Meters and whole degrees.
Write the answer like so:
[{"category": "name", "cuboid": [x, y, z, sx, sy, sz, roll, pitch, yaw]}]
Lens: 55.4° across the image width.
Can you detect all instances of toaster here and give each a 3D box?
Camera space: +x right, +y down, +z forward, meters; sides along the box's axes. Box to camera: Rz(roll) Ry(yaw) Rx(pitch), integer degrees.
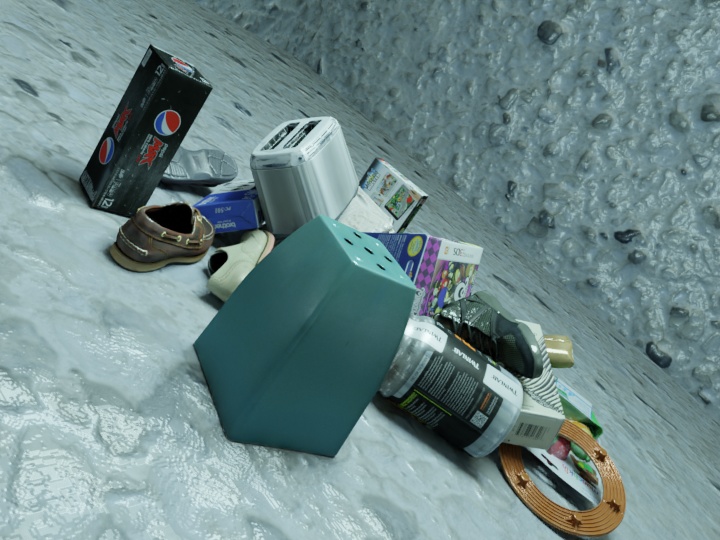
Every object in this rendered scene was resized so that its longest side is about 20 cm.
[{"category": "toaster", "cuboid": [-0.083, -0.133, 0.982, 0.112, 0.131, 0.201, -1, 33, 25]}]

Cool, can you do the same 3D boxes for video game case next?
[{"category": "video game case", "cuboid": [0.124, 0.052, 1.067, 0.035, 0.203, 0.181, 17, 6, 29]}]

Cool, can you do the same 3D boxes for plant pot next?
[{"category": "plant pot", "cuboid": [-0.047, 0.057, 0.699, 0.140, 0.201, 0.142, 22, 21, -40]}]

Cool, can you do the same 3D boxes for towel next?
[{"category": "towel", "cuboid": [-0.057, -0.057, 1.044, 0.133, 0.198, 0.035, 47, -22, 39]}]

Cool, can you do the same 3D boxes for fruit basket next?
[{"category": "fruit basket", "cuboid": [0.313, 0.255, 1.087, 0.185, 0.094, 0.200, 38, 20, 5]}]

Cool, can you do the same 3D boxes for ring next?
[{"category": "ring", "cuboid": [0.288, 0.278, 0.970, 0.198, 0.019, 0.202, 14, 37, -11]}]

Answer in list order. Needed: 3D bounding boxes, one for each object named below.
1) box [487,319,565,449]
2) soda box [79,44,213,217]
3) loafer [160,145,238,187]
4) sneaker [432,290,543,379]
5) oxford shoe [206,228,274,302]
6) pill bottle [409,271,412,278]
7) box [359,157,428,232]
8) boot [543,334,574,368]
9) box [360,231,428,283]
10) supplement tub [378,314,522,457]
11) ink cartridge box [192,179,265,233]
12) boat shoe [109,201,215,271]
[{"category": "box", "cuboid": [0.237, 0.162, 1.017, 0.081, 0.069, 0.201, 10, 36, -6]}, {"category": "soda box", "cuboid": [-0.268, -0.168, 0.849, 0.070, 0.201, 0.063, 14, 27, -50]}, {"category": "loafer", "cuboid": [-0.283, -0.156, 1.057, 0.198, 0.063, 0.073, 2, 65, -46]}, {"category": "sneaker", "cuboid": [0.173, 0.099, 0.973, 0.113, 0.077, 0.200, -14, 31, -15]}, {"category": "oxford shoe", "cuboid": [-0.159, -0.017, 0.902, 0.073, 0.071, 0.200, 24, 17, -15]}, {"category": "pill bottle", "cuboid": [0.000, 0.000, 1.088, 0.116, 0.117, 0.200, 14, 28, -52]}, {"category": "box", "cuboid": [0.016, -0.081, 1.186, 0.110, 0.201, 0.035, 41, 18, 16]}, {"category": "boot", "cuboid": [0.263, 0.142, 1.164, 0.197, 0.067, 0.175, 4, 17, 4]}, {"category": "box", "cuboid": [0.003, 0.008, 0.907, 0.198, 0.123, 0.032, 4, -22, 44]}, {"category": "supplement tub", "cuboid": [0.105, 0.144, 0.906, 0.199, 0.123, 0.123, 35, 17, -6]}, {"category": "ink cartridge box", "cuboid": [-0.180, -0.102, 1.040, 0.093, 0.045, 0.200, -6, 17, 7]}, {"category": "boat shoe", "cuboid": [-0.227, -0.050, 0.849, 0.070, 0.071, 0.200, 36, 15, 2]}]
